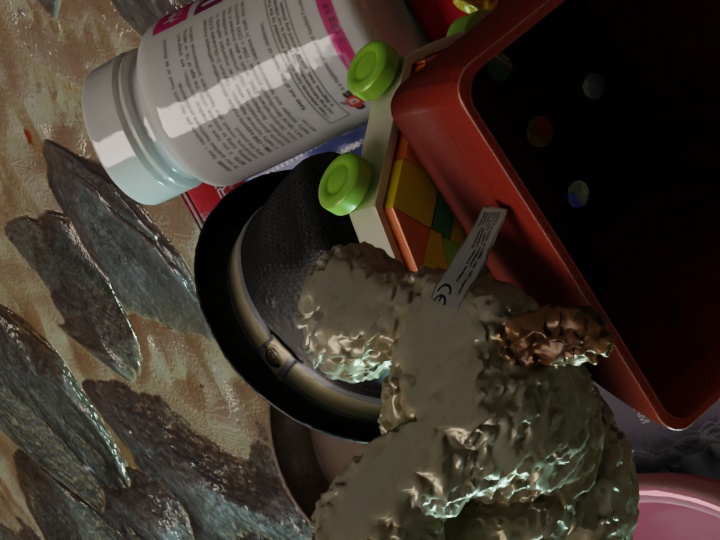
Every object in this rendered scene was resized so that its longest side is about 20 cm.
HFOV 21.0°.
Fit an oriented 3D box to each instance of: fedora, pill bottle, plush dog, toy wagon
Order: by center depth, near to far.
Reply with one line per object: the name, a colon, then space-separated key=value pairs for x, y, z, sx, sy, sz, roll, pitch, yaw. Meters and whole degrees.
plush dog: x=0.073 y=0.079 z=0.911 sx=0.172 sy=0.159 sz=0.201 roll=41 pitch=-146 yaw=-48
toy wagon: x=0.057 y=-0.069 z=1.066 sx=0.155 sy=0.202 sz=0.039 roll=29 pitch=153 yaw=-34
fedora: x=0.000 y=0.000 z=1.161 sx=0.201 sy=0.200 sz=0.092 roll=47 pitch=143 yaw=14
pill bottle: x=-0.066 y=-0.121 z=1.200 sx=0.199 sy=0.113 sz=0.114 roll=-23 pitch=104 yaw=22

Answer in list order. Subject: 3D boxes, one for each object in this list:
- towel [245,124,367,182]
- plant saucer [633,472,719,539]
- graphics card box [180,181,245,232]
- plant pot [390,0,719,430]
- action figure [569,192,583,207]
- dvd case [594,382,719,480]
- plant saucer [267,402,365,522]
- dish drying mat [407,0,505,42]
towel: x=-0.024 y=-0.103 z=1.267 sx=0.144 sy=0.024 sz=0.201 roll=-28 pitch=98 yaw=22
plant saucer: x=0.202 y=0.194 z=1.115 sx=0.199 sy=0.051 sz=0.202 roll=19 pitch=130 yaw=24
graphics card box: x=-0.100 y=-0.057 z=1.407 sx=0.126 sy=0.051 sz=0.200 roll=61 pitch=178 yaw=-13
plant pot: x=0.129 y=-0.068 z=0.964 sx=0.201 sy=0.200 sz=0.176 roll=56 pitch=162 yaw=-17
action figure: x=0.126 y=-0.028 z=1.146 sx=0.200 sy=0.065 sz=0.099 roll=46 pitch=165 yaw=16
dvd case: x=0.211 y=0.080 z=1.087 sx=0.199 sy=0.016 sz=0.149 roll=-22 pitch=109 yaw=35
plant saucer: x=0.029 y=0.089 z=1.265 sx=0.199 sy=0.034 sz=0.202 roll=-4 pitch=82 yaw=32
dish drying mat: x=0.085 y=-0.170 z=1.110 sx=0.077 sy=0.018 sz=0.200 roll=57 pitch=152 yaw=-7
